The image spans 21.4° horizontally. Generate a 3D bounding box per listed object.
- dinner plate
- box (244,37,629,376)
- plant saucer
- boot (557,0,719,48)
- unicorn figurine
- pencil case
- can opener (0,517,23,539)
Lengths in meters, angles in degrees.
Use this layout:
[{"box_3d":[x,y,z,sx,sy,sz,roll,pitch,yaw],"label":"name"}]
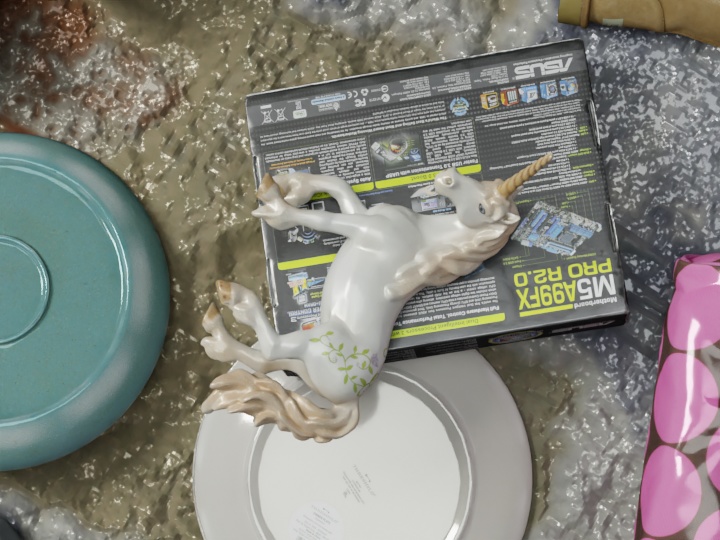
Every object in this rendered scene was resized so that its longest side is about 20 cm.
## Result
[{"box_3d":[0.000,0.120,1.101,0.198,0.024,0.202,0,88,6],"label":"dinner plate"},{"box_3d":[0.042,-0.035,1.081,0.198,0.044,0.162,-10,80,4],"label":"box"},{"box_3d":[-0.209,0.013,1.095,0.198,0.027,0.202,1,76,-4],"label":"plant saucer"},{"box_3d":[0.221,-0.204,1.076,0.198,0.066,0.177,9,101,6],"label":"boot"},{"box_3d":[0.000,0.000,1.027,0.137,0.074,0.201,23,98,0],"label":"unicorn figurine"},{"box_3d":[0.207,0.092,1.056,0.093,0.091,0.202,10,91,-9],"label":"pencil case"},{"box_3d":[-0.251,0.133,1.113,0.053,0.067,0.201,-38,76,25],"label":"can opener"}]
